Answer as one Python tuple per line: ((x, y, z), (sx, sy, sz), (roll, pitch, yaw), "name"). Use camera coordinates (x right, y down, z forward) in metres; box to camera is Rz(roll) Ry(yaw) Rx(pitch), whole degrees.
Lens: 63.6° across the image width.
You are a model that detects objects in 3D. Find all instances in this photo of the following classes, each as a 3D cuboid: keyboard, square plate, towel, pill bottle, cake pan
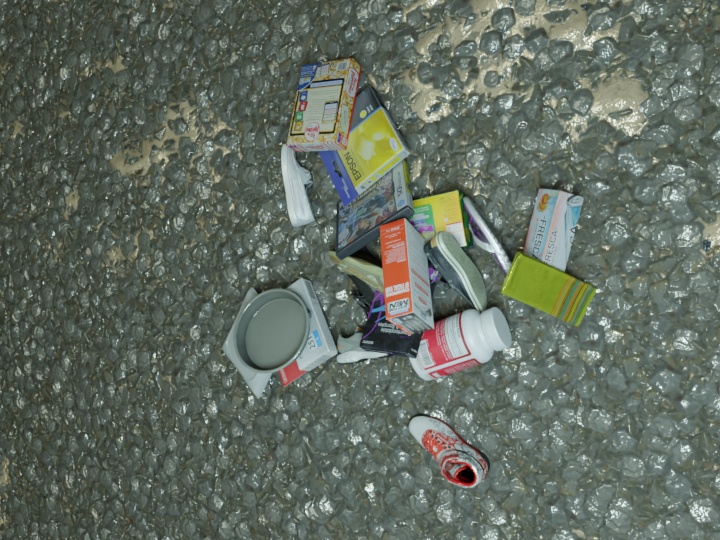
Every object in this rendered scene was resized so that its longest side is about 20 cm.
((0.028, 0.046, 1.347), (0.104, 0.040, 0.201), (-37, 73, -4), "keyboard")
((-0.270, 0.178, 1.444), (0.198, 0.028, 0.202), (42, 113, 35), "square plate")
((0.365, 0.038, 1.120), (0.197, 0.018, 0.087), (22, 94, -21), "towel")
((0.204, 0.148, 1.206), (0.198, 0.112, 0.114), (-24, 81, 29), "pill bottle")
((-0.202, 0.143, 1.351), (0.197, 0.037, 0.204), (-9, 64, 19), "cake pan")

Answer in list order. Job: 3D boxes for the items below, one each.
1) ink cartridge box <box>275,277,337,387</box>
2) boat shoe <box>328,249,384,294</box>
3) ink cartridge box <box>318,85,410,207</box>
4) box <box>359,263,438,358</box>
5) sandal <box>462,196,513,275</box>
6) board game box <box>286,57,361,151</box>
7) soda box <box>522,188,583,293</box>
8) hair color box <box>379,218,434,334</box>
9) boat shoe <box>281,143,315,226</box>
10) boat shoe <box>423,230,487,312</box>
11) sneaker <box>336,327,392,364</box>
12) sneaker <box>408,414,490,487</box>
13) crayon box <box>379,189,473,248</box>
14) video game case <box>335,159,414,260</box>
((-0.162, 0.150, 1.396), (0.175, 0.045, 0.202), (-35, 62, 20), "ink cartridge box")
((0.002, 0.000, 1.290), (0.199, 0.073, 0.064), (21, 108, 35), "boat shoe")
((-0.008, -0.284, 1.325), (0.199, 0.047, 0.200), (-35, 64, 19), "ink cartridge box")
((0.083, 0.081, 1.250), (0.141, 0.036, 0.203), (0, 67, 43), "box")
((0.258, -0.062, 1.204), (0.049, 0.082, 0.205), (-33, 78, 17), "sandal")
((-0.087, -0.381, 1.347), (0.149, 0.046, 0.204), (6, 82, 34), "board game box")
((0.372, -0.055, 1.150), (0.063, 0.067, 0.204), (27, 106, 64), "soda box")
((0.093, 0.013, 1.167), (0.063, 0.111, 0.203), (-16, 61, 24), "hair color box")
((-0.148, -0.210, 1.403), (0.067, 0.072, 0.204), (-9, 80, 3), "boat shoe")
((0.201, 0.008, 1.214), (0.062, 0.075, 0.201), (-25, 112, 36), "boat shoe")
((0.029, 0.164, 1.320), (0.197, 0.074, 0.081), (-12, 81, 24), "sneaker")
((0.176, 0.381, 1.233), (0.200, 0.108, 0.068), (31, 103, 21), "sneaker")
((0.138, -0.094, 1.273), (0.197, 0.058, 0.121), (-10, 86, 25), "crayon box")
((0.026, -0.136, 1.276), (0.198, 0.025, 0.182), (-31, 37, 25), "video game case")
